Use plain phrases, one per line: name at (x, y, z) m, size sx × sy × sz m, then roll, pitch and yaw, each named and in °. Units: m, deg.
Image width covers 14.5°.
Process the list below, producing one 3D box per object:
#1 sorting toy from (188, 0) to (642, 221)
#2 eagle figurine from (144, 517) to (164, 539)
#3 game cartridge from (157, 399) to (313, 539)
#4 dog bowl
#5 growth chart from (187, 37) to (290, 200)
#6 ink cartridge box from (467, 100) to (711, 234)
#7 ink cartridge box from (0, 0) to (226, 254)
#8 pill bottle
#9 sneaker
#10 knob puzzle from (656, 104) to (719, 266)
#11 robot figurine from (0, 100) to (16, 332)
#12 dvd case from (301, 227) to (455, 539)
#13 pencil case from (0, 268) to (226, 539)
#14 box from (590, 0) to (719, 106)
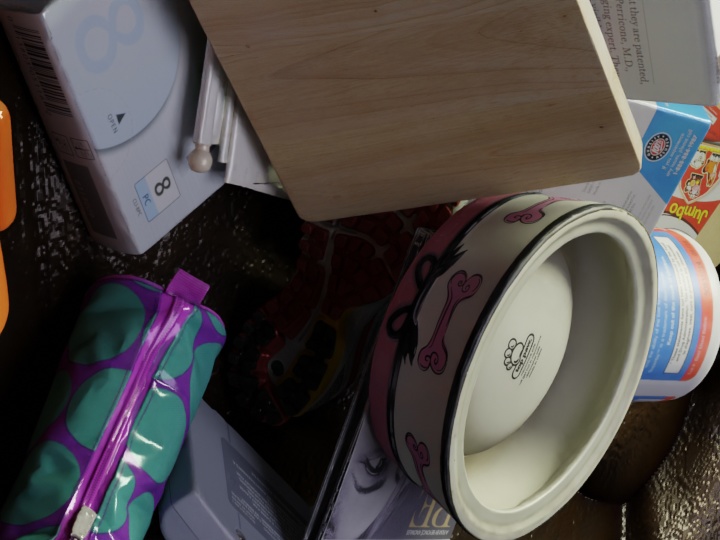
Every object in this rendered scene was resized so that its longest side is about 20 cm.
sorting toy at (0.032, -0.129, 1.514) m, size 0.199 × 0.199 × 0.070 m, roll 64°, pitch 26°, yaw -43°
eagle figurine at (-0.143, 0.229, 1.560) m, size 0.200 × 0.151 × 0.152 m, roll -38°, pitch 117°, yaw -19°
game cartridge at (-0.048, 0.166, 1.606) m, size 0.040 × 0.134 × 0.200 m, roll -37°, pitch 118°, yaw 10°
dog bowl at (0.082, 0.046, 1.585) m, size 0.200 × 0.074 × 0.201 m, roll -34°, pitch 137°, yaw -40°
growth chart at (-0.040, -0.103, 1.600) m, size 0.200 × 0.018 × 0.146 m, roll 23°, pitch 78°, yaw -62°
ink cartridge box at (0.090, -0.083, 1.678) m, size 0.199 × 0.068 × 0.116 m, roll 14°, pitch 120°, yaw -22°
ink cartridge box at (-0.093, -0.130, 1.553) m, size 0.200 × 0.047 × 0.161 m, roll -41°, pitch 129°, yaw -28°
pill bottle at (0.118, 0.025, 1.763) m, size 0.199 × 0.112 × 0.113 m, roll 3°, pitch 100°, yaw -35°
sneaker at (0.000, 0.000, 1.645) m, size 0.200 × 0.078 × 0.082 m, roll -52°, pitch 160°, yaw 23°
knob puzzle at (0.180, -0.051, 1.866) m, size 0.219 × 0.030 × 0.221 m, roll -21°, pitch 126°, yaw -31°
robot figurine at (-0.234, -0.021, 1.376) m, size 0.143 × 0.117 × 0.201 m, roll -9°, pitch 124°, yaw -7°
dvd case at (0.039, 0.077, 1.627) m, size 0.148 × 0.016 × 0.201 m, roll 9°, pitch 104°, yaw -59°
pencil case at (-0.137, 0.100, 1.512) m, size 0.085 × 0.092 × 0.201 m, roll 25°, pitch 57°, yaw -10°
box at (0.163, -0.227, 1.588) m, size 0.199 × 0.130 × 0.201 m, roll -54°, pitch 142°, yaw -46°
